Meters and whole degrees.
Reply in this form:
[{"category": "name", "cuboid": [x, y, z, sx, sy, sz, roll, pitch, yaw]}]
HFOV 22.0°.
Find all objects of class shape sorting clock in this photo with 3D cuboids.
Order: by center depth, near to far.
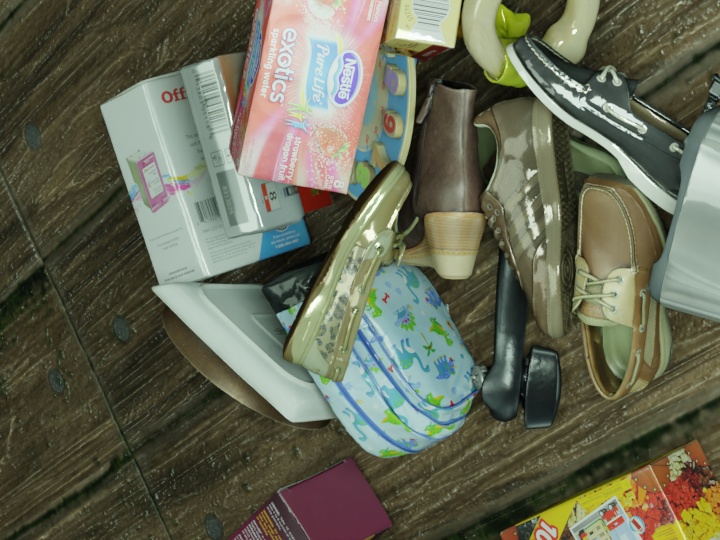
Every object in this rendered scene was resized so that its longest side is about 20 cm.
[{"category": "shape sorting clock", "cuboid": [0.005, -0.163, 1.696, 0.200, 0.039, 0.202, -179, 90, -71]}]

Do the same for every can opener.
[{"category": "can opener", "cuboid": [0.138, 0.044, 1.666, 0.063, 0.078, 0.202, -121, 28, -76]}]

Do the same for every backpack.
[{"category": "backpack", "cuboid": [0.020, 0.075, 1.718, 0.153, 0.163, 0.202, -15, 94, 30]}]

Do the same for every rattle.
[{"category": "rattle", "cuboid": [0.125, -0.265, 1.529, 0.143, 0.129, 0.201, -104, 1, -54]}]

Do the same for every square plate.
[{"category": "square plate", "cuboid": [-0.080, 0.070, 1.788, 0.198, 0.200, 0.029, 41, 107, 22]}]

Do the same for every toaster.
[{"category": "toaster", "cuboid": [0.307, -0.044, 1.405, 0.128, 0.114, 0.201, 22, 120, 22]}]

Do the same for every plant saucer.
[{"category": "plant saucer", "cuboid": [-0.103, 0.081, 1.831, 0.200, 0.200, 0.037, 44, 107, 27]}]

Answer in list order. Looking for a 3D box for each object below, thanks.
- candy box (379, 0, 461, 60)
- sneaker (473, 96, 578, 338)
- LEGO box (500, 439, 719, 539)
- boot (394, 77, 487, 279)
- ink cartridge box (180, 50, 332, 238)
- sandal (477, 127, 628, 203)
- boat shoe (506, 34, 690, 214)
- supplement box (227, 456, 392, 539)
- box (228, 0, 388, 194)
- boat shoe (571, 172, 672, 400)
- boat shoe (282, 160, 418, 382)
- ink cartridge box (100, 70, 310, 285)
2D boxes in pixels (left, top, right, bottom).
[{"category": "candy box", "cuboid": [0.058, -0.283, 1.548, 0.115, 0.055, 0.202, -168, 87, -80]}, {"category": "sneaker", "cuboid": [0.139, -0.044, 1.543, 0.075, 0.070, 0.202, -1, 98, 25]}, {"category": "LEGO box", "cuboid": [0.237, 0.255, 1.611, 0.200, 0.077, 0.150, -34, 78, 46]}, {"category": "boot", "cuboid": [0.072, -0.086, 1.639, 0.200, 0.072, 0.168, -149, 59, -76]}, {"category": "ink cartridge box", "cuboid": [-0.078, -0.124, 1.728, 0.050, 0.200, 0.164, -13, 94, 32]}, {"category": "sandal", "cuboid": [0.150, -0.088, 1.596, 0.200, 0.057, 0.081, 20, 117, 46]}, {"category": "boat shoe", "cuboid": [0.205, -0.129, 1.486, 0.200, 0.074, 0.060, 42, 115, -1]}, {"category": "supplement box", "cuboid": [-0.072, 0.289, 1.914, 0.086, 0.110, 0.200, 57, 135, 14]}, {"category": "box", "cuboid": [-0.042, -0.178, 1.573, 0.095, 0.102, 0.202, -117, 39, -70]}, {"category": "boat shoe", "cuboid": [0.212, 0.020, 1.527, 0.075, 0.074, 0.201, 11, 127, 40]}, {"category": "boat shoe", "cuboid": [0.000, 0.000, 1.615, 0.062, 0.073, 0.201, 27, 104, -4]}, {"category": "ink cartridge box", "cuboid": [-0.154, -0.097, 1.842, 0.084, 0.144, 0.202, -16, 92, 47]}]
